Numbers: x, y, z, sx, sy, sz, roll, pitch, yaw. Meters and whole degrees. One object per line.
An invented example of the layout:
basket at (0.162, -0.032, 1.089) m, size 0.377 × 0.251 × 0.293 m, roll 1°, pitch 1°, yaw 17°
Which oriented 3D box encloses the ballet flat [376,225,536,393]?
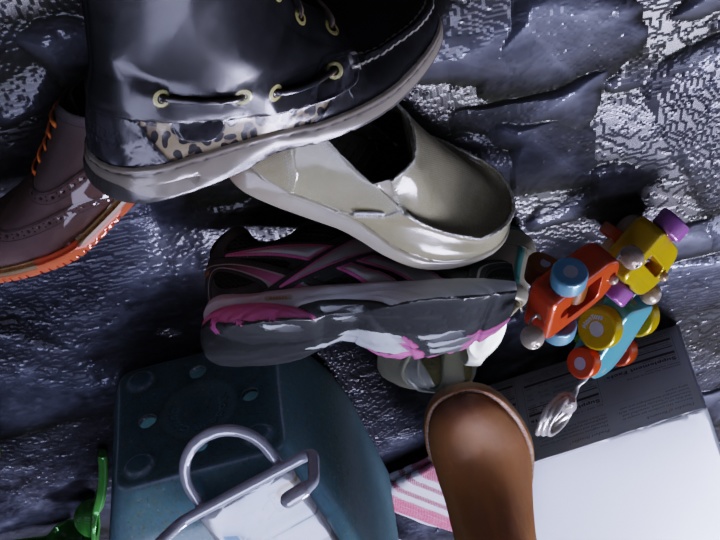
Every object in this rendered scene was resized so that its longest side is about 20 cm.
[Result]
ballet flat at (0.064, 0.046, 1.008) m, size 0.069 × 0.070 × 0.200 m, roll 1°, pitch 146°, yaw -22°

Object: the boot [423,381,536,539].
boot at (0.089, 0.192, 0.998) m, size 0.076 × 0.155 × 0.201 m, roll -6°, pitch 121°, yaw 4°

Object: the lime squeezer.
lime squeezer at (-0.238, 0.200, 1.187) m, size 0.071 × 0.038 × 0.200 m, roll 42°, pitch 126°, yaw -17°

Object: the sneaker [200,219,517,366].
sneaker at (0.000, 0.000, 0.888) m, size 0.199 × 0.087 × 0.080 m, roll -1°, pitch 152°, yaw -15°

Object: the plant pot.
plant pot at (-0.084, 0.164, 1.032) m, size 0.195 × 0.197 × 0.201 m, roll -14°, pitch 128°, yaw 3°

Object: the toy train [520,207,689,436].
toy train at (0.145, 0.023, 0.974) m, size 0.150 × 0.056 × 0.200 m, roll -38°, pitch 153°, yaw -19°

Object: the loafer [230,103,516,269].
loafer at (0.017, -0.055, 0.819) m, size 0.199 × 0.076 × 0.068 m, roll 13°, pitch 146°, yaw -35°

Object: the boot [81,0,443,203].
boot at (-0.046, -0.131, 0.663) m, size 0.199 × 0.073 × 0.151 m, roll -26°, pitch 135°, yaw -23°

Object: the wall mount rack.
wall mount rack at (-0.071, 0.204, 0.912) m, size 0.173 × 0.075 × 0.200 m, roll -30°, pitch 108°, yaw 9°

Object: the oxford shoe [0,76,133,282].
oxford shoe at (-0.146, -0.063, 0.771) m, size 0.200 × 0.071 × 0.073 m, roll -32°, pitch 127°, yaw 17°

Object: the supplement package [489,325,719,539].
supplement package at (0.181, 0.162, 1.137) m, size 0.199 × 0.111 × 0.156 m, roll -18°, pitch 120°, yaw 11°

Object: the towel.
towel at (0.119, 0.166, 1.262) m, size 0.200 × 0.030 × 0.146 m, roll -32°, pitch 144°, yaw 24°
